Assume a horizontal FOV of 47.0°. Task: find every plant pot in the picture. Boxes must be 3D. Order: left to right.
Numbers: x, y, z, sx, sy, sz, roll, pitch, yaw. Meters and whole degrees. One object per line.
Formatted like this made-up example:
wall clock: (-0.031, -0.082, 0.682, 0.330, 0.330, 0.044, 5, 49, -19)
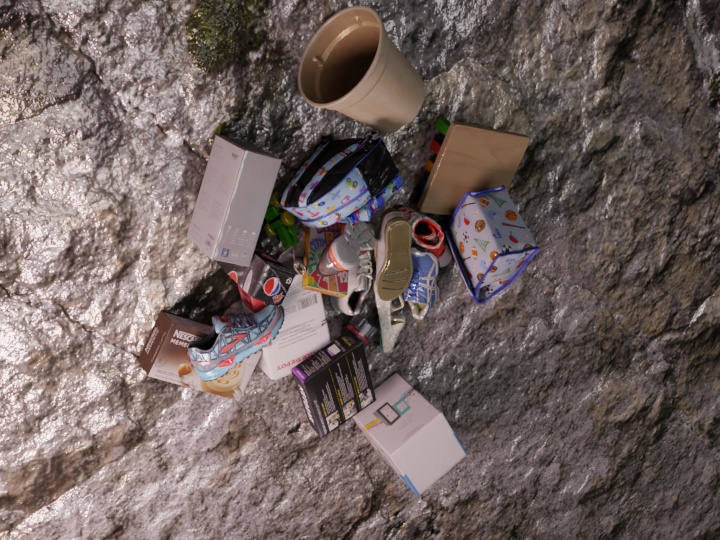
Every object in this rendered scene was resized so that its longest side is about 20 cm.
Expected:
plant pot: (0.016, -0.353, 1.539, 0.183, 0.200, 0.201, 28, 93, -45)

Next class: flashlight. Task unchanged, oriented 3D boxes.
flashlight: (-0.048, 0.184, 1.754, 0.200, 0.068, 0.068, -51, 142, -8)

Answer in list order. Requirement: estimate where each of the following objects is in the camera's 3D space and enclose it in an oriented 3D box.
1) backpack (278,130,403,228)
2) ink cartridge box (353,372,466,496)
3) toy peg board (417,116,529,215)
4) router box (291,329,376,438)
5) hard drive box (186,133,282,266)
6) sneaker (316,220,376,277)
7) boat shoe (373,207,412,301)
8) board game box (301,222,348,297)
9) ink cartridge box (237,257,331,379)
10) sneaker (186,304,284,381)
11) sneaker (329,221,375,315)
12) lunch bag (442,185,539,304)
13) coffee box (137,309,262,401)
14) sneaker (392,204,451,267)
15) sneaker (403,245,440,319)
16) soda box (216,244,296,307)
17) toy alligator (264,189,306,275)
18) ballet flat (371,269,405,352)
backpack: (-0.044, -0.152, 1.547, 0.200, 0.182, 0.135, -49, 122, -25)
ink cartridge box: (0.102, 0.356, 1.825, 0.146, 0.200, 0.147, -38, 122, -10)
toy peg board: (0.221, -0.225, 1.758, 0.199, 0.098, 0.200, 4, 121, -30)
router box: (-0.051, 0.236, 1.703, 0.149, 0.051, 0.201, -32, 138, -19)
hard drive box: (-0.230, -0.128, 1.487, 0.076, 0.156, 0.201, 12, 103, -32)
sneaker: (-0.035, -0.044, 1.589, 0.082, 0.200, 0.077, -32, 95, 27)
boat shoe: (0.065, -0.033, 1.675, 0.074, 0.069, 0.201, -4, 126, -17)
board game box: (-0.065, -0.054, 1.627, 0.095, 0.030, 0.201, 14, 66, -34)
ink cartridge box: (-0.149, 0.096, 1.658, 0.144, 0.084, 0.201, -21, 115, -22)
sneaker: (-0.230, 0.115, 1.527, 0.200, 0.079, 0.096, -38, 116, -12)
sneaker: (0.000, 0.000, 1.705, 0.074, 0.087, 0.201, 6, 103, -28)
lunch bag: (0.255, -0.047, 1.730, 0.123, 0.171, 0.200, -9, 152, -22)
coffee box: (-0.307, 0.165, 1.595, 0.199, 0.080, 0.115, 23, 95, -33)
sneaker: (0.148, -0.056, 1.754, 0.067, 0.108, 0.201, -50, 124, -4)
sneaker: (0.127, 0.026, 1.752, 0.200, 0.075, 0.077, 70, 36, -47)
soda box: (-0.196, -0.003, 1.525, 0.063, 0.200, 0.071, 23, 96, -32)
toy alligator: (-0.145, -0.088, 1.588, 0.054, 0.059, 0.201, -33, 96, -54)
ballet flat: (0.063, 0.090, 1.775, 0.071, 0.072, 0.201, -19, 117, -22)
